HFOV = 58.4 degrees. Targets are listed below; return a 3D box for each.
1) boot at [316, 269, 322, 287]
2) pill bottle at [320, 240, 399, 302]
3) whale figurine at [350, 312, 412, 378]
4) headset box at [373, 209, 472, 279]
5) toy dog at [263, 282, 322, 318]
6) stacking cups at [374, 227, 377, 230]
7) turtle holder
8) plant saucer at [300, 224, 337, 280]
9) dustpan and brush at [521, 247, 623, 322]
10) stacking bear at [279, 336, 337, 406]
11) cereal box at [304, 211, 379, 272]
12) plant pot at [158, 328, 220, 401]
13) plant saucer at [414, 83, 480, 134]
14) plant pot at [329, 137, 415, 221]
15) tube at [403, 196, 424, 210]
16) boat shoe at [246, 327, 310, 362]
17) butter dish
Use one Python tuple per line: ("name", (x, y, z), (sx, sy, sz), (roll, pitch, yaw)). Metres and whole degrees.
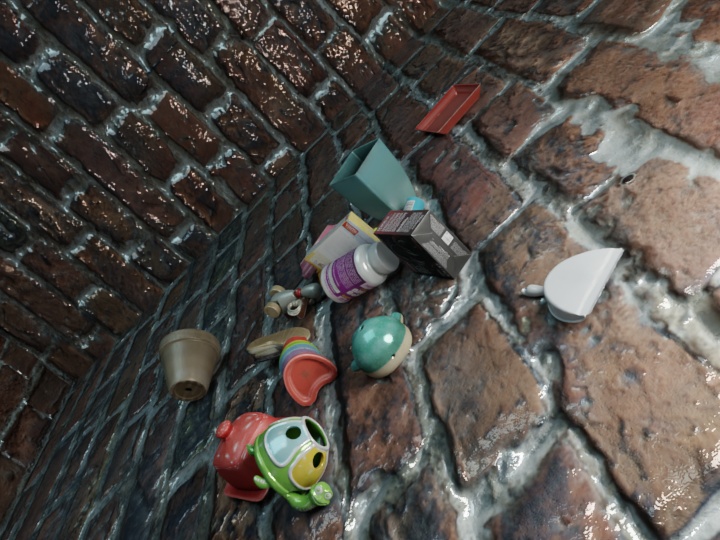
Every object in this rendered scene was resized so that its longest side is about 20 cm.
("boot", (-0.065, -0.046, 1.882), (0.144, 0.071, 0.202), (-32, 32, 28))
("pill bottle", (0.000, 0.000, 1.637), (0.199, 0.112, 0.113), (-29, 29, 39))
("whale figurine", (0.024, 0.143, 1.369), (0.159, 0.104, 0.200), (-50, 22, -3))
("headset box", (0.131, -0.061, 1.448), (0.077, 0.149, 0.200), (-53, 24, -14))
("toy dog", (-0.191, 0.097, 1.892), (0.199, 0.096, 0.132), (5, 52, 45))
("stacking cups", (0.000, -0.070, 1.749), (0.199, 0.061, 0.061), (-20, 32, 21))
("turtle holder", (-0.129, 0.365, 1.240), (0.132, 0.141, 0.186), (-43, 22, 10))
("plant saucer", (-0.124, -0.065, 1.975), (0.201, 0.051, 0.201), (-55, 5, 7))
("dustpan and brush", (0.335, 0.027, 1.072), (0.199, 0.057, 0.140), (6, 55, 55))
("stacking bear", (-0.144, 0.219, 1.559), (0.122, 0.114, 0.200), (-48, 18, 1))
("cereal box", (-0.035, -0.050, 1.716), (0.200, 0.144, 0.040), (-39, 22, 35))
("plant pot", (-0.552, 0.316, 2.067), (0.200, 0.200, 0.174), (-37, 40, 25))
("plant saucer", (0.282, -0.506, 2.044), (0.200, 0.037, 0.200), (-49, 22, 0))
("plant pot", (0.049, -0.240, 1.820), (0.141, 0.200, 0.142), (-10, 43, 56))
("tube", (0.116, -0.103, 1.682), (0.077, 0.050, 0.201), (-41, 23, 58))
("boat shoe", (-0.216, 0.208, 1.759), (0.199, 0.065, 0.072), (-16, 25, 22))
("butter dish", (-0.257, 0.387, 1.430), (0.199, 0.148, 0.201), (-17, 37, 51))
